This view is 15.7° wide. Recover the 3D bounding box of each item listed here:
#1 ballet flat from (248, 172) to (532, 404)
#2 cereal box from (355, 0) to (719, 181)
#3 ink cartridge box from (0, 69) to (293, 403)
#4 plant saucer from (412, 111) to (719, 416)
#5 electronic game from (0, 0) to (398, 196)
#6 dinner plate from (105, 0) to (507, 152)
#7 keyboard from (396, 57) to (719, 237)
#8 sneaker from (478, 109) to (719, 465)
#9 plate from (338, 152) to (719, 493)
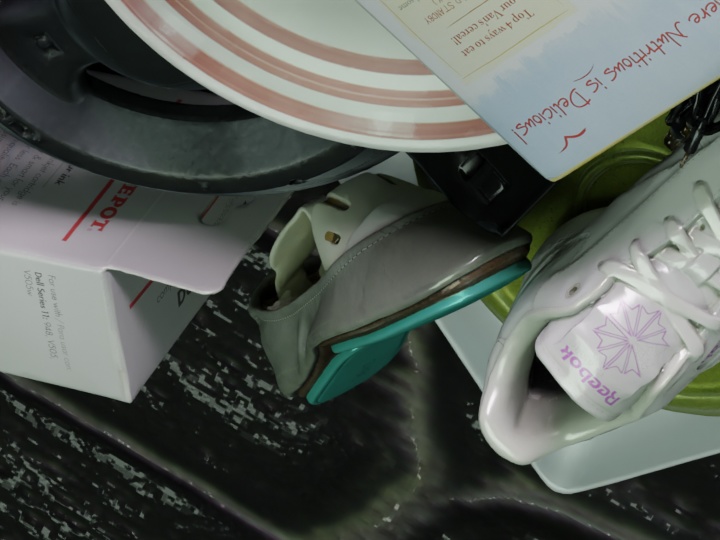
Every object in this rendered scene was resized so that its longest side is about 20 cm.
[{"bbox_3d":[0.000,0.000,0.905,0.064,0.067,0.200,63,160,5],"label":"ballet flat"},{"bbox_3d":[0.035,-0.126,0.677,0.200,0.040,0.144,42,132,-20],"label":"cereal box"},{"bbox_3d":[-0.116,-0.019,0.987,0.200,0.117,0.067,12,131,21],"label":"ink cartridge box"},{"bbox_3d":[0.103,-0.024,0.877,0.200,0.031,0.200,15,130,18],"label":"plant saucer"},{"bbox_3d":[-0.060,-0.093,0.845,0.200,0.042,0.200,7,141,5],"label":"electronic game"},{"bbox_3d":[0.002,-0.116,0.742,0.200,0.024,0.200,10,133,11],"label":"dinner plate"},{"bbox_3d":[0.088,-0.087,0.771,0.104,0.040,0.200,51,127,10],"label":"keyboard"},{"bbox_3d":[0.110,0.000,0.802,0.075,0.100,0.200,43,132,-4],"label":"sneaker"},{"bbox_3d":[0.100,-0.022,0.922,0.199,0.032,0.200,-19,114,39],"label":"plate"}]
